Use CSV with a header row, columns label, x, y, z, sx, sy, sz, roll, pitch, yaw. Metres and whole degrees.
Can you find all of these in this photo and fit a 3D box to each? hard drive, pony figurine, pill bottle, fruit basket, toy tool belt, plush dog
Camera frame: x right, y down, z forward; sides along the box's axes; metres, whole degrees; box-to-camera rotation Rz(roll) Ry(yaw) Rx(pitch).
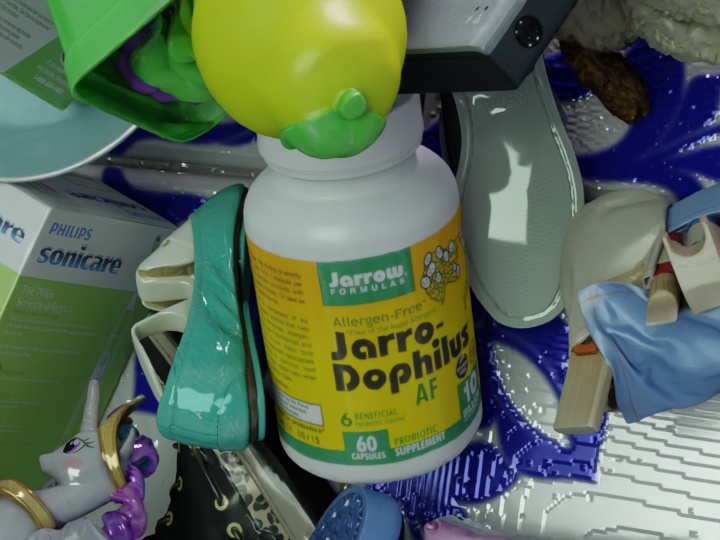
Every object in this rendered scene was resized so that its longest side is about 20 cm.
label,x,y,z,sx,sy,sz,roll,pitch,yaw
hard drive,0.086,-0.171,1.016,0.200,0.033,0.140,-55,24,-14
pony figurine,-0.170,0.169,1.117,0.200,0.167,0.193,-25,65,-13
pill bottle,0.000,0.000,1.110,0.113,0.113,0.200,7,120,26
fruit basket,-0.034,-0.127,0.989,0.215,0.155,0.216,-3,82,21
toy tool belt,0.187,0.014,1.051,0.200,0.123,0.125,-23,119,25
plush dog,0.153,-0.166,1.093,0.172,0.160,0.200,-5,83,48

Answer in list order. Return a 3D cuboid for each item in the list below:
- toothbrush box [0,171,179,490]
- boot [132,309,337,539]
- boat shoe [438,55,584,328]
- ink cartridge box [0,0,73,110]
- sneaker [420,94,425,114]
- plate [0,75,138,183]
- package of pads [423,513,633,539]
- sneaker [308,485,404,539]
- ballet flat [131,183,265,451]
label,x,y,z,sx,sy,sz,roll,pitch,yaw
toothbrush box,-0.206,0.042,1.232,0.086,0.146,0.200,30,99,25
boot,-0.101,0.137,1.216,0.151,0.073,0.200,-42,78,16
boat shoe,0.080,-0.070,1.154,0.075,0.060,0.200,-4,92,6
ink cartridge box,-0.146,-0.198,1.081,0.084,0.145,0.200,39,92,22
sneaker,-0.002,-0.137,1.140,0.076,0.200,0.075,-1,40,0
plate,-0.178,-0.143,1.172,0.200,0.026,0.201,-3,78,16
package of pads,0.086,0.233,1.116,0.120,0.076,0.200,5,88,28
sneaker,-0.002,0.205,1.143,0.070,0.078,0.200,-112,38,-60
ballet flat,-0.089,0.019,1.167,0.070,0.200,0.067,1,130,-5
